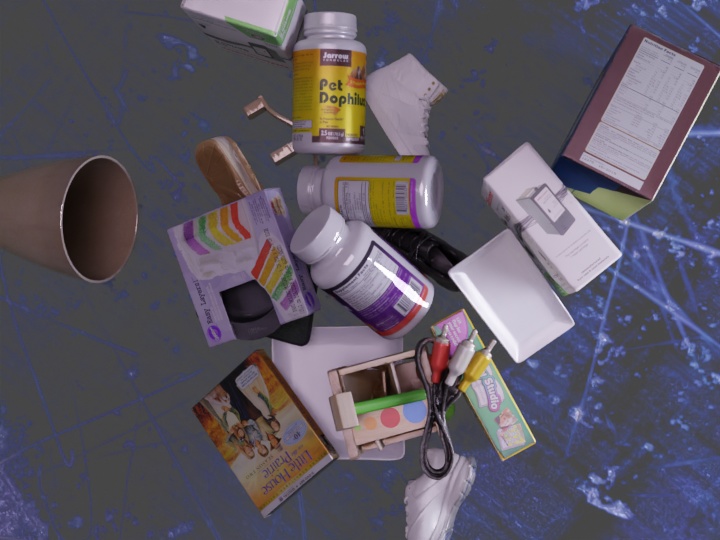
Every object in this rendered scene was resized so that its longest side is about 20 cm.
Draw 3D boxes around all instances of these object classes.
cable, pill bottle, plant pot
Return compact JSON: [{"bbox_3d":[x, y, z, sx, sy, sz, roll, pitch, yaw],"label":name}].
[{"bbox_3d":[0.101,0.166,1.166,0.097,0.050,0.201,18,87,2],"label":"cable"},{"bbox_3d":[0.000,0.000,1.281,0.200,0.111,0.112,40,90,-25],"label":"pill bottle"},{"bbox_3d":[0.013,-0.114,1.308,0.199,0.104,0.105,3,86,19],"label":"pill bottle"},{"bbox_3d":[-0.471,-0.084,1.364,0.199,0.187,0.188,6,86,20],"label":"plant pot"},{"bbox_3d":[-0.046,-0.271,1.331,0.109,0.109,0.201,1,96,5],"label":"pill bottle"}]

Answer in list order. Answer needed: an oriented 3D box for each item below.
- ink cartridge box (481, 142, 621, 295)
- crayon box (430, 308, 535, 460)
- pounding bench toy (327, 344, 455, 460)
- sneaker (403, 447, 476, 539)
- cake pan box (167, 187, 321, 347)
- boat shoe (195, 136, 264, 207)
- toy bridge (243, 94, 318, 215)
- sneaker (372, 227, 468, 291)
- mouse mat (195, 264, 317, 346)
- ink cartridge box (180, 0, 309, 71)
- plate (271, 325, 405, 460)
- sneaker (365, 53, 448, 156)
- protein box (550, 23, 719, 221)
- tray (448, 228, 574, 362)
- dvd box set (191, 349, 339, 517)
[{"bbox_3d":[0.265,-0.069,1.290,0.084,0.146,0.200,-38,83,2],"label":"ink cartridge box"},{"bbox_3d":[0.166,0.157,1.275,0.058,0.173,0.201,-29,83,2],"label":"crayon box"},{"bbox_3d":[0.047,0.177,1.239,0.155,0.200,0.125,-15,85,4],"label":"pounding bench toy"},{"bbox_3d":[0.099,0.354,1.326,0.087,0.075,0.201,22,81,18],"label":"sneaker"},{"bbox_3d":[-0.171,0.001,1.331,0.184,0.052,0.201,-17,92,26],"label":"cake pan box"},{"bbox_3d":[-0.175,-0.114,1.376,0.073,0.069,0.201,-15,107,31],"label":"boat shoe"},{"bbox_3d":[-0.107,-0.187,1.400,0.067,0.027,0.201,-30,83,0],"label":"toy bridge"},{"bbox_3d":[0.082,-0.039,1.340,0.199,0.091,0.076,26,89,9],"label":"sneaker"},{"bbox_3d":[-0.155,0.017,1.358,0.199,0.008,0.162,13,102,21],"label":"mouse mat"},{"bbox_3d":[-0.159,-0.373,1.334,0.145,0.200,0.084,19,90,7],"label":"ink cartridge box"},{"bbox_3d":[-0.033,0.183,1.362,0.199,0.032,0.201,-1,85,4],"label":"plate"},{"bbox_3d":[0.089,-0.231,1.363,0.115,0.074,0.201,-30,82,5],"label":"sneaker"},{"bbox_3d":[0.373,-0.200,1.271,0.135,0.199,0.201,28,88,7],"label":"protein box"},{"bbox_3d":[0.218,0.037,1.311,0.107,0.022,0.200,-36,116,7],"label":"tray"},{"bbox_3d":[-0.143,0.240,1.340,0.146,0.029,0.200,-41,74,14],"label":"dvd box set"}]
